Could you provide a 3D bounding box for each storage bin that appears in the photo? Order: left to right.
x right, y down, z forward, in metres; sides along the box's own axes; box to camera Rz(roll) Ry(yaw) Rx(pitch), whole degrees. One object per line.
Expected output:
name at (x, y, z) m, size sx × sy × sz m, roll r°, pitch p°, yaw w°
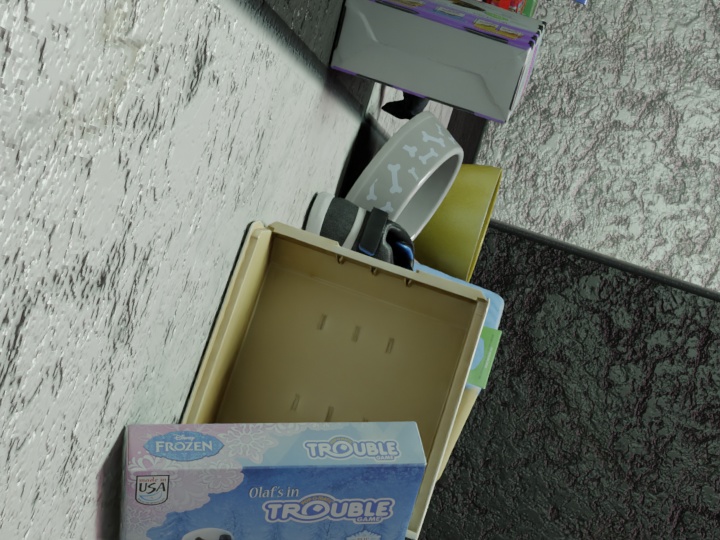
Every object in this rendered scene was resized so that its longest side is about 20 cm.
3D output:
storage bin at (-0.017, 0.082, 0.963) m, size 0.094 × 0.197 × 0.201 m, roll 68°, pitch 40°, yaw -81°

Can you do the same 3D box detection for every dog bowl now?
dog bowl at (0.044, -0.082, 1.371) m, size 0.201 × 0.058 × 0.200 m, roll -51°, pitch 168°, yaw -14°

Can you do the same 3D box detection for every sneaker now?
sneaker at (0.000, 0.000, 1.247) m, size 0.201 × 0.110 × 0.074 m, roll 91°, pitch 19°, yaw -66°

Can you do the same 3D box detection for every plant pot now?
plant pot at (0.130, -0.086, 1.909) m, size 0.200 × 0.140 × 0.203 m, roll 19°, pitch 90°, yaw -82°

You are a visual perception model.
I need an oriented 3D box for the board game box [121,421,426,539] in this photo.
board game box at (-0.069, 0.189, 0.850) m, size 0.044 × 0.197 × 0.201 m, roll -104°, pitch -161°, yaw -49°

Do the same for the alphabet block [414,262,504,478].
alphabet block at (0.063, 0.129, 1.630) m, size 0.196 × 0.194 × 0.202 m, roll -63°, pitch 174°, yaw -50°

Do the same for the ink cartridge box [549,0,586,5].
ink cartridge box at (0.135, -0.332, 1.134) m, size 0.042 × 0.197 × 0.121 m, roll -9°, pitch 118°, yaw -81°

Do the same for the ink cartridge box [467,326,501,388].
ink cartridge box at (0.075, 0.061, 1.485) m, size 0.104 × 0.197 × 0.060 m, roll -66°, pitch 171°, yaw -46°

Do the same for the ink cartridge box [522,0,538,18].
ink cartridge box at (0.320, -0.517, 2.556) m, size 0.145 × 0.083 × 0.202 m, roll -62°, pitch 167°, yaw -54°

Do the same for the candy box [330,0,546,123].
candy box at (0.079, -0.212, 1.124) m, size 0.200 × 0.166 × 0.072 m, roll -53°, pitch 161°, yaw -68°

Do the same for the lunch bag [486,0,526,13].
lunch bag at (0.280, -0.534, 2.220) m, size 0.200 × 0.081 × 0.178 m, roll 86°, pitch 24°, yaw -73°

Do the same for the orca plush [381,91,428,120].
orca plush at (0.052, -0.255, 1.344) m, size 0.106 × 0.070 × 0.201 m, roll 60°, pitch -36°, yaw 31°
